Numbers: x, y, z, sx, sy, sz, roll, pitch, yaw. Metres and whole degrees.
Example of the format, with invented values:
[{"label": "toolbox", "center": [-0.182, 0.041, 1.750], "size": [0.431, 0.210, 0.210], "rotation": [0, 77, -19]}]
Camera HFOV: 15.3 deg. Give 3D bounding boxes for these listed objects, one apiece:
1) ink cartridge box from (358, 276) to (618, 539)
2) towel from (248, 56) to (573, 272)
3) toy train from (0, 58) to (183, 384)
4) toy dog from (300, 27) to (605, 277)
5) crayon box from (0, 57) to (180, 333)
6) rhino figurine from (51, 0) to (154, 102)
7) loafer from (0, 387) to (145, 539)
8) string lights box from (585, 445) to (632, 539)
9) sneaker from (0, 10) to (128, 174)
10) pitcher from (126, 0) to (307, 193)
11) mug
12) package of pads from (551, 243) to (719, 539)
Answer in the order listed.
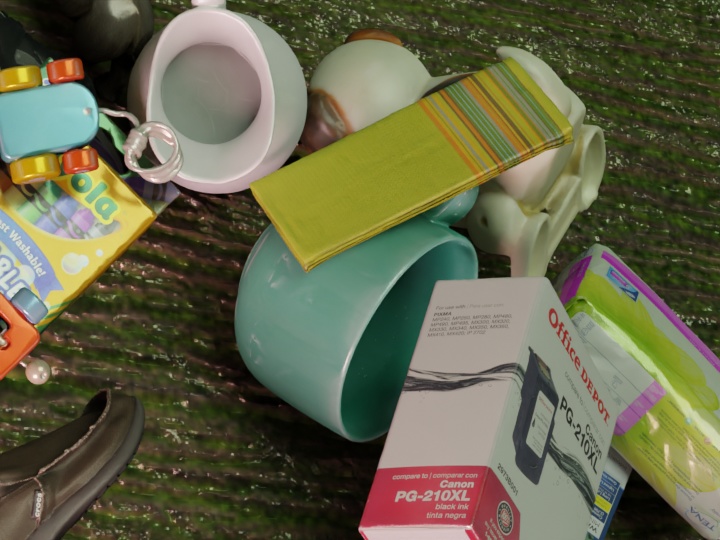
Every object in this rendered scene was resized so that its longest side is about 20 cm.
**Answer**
[{"label": "ink cartridge box", "center": [0.086, 0.123, 1.703], "size": [0.145, 0.084, 0.201], "rotation": [58, 39, -41]}, {"label": "towel", "center": [0.033, -0.070, 1.726], "size": [0.199, 0.018, 0.086], "rotation": [-26, 49, -11]}, {"label": "toy train", "center": [-0.208, -0.031, 1.628], "size": [0.150, 0.056, 0.200], "rotation": [41, 78, -5]}, {"label": "toy dog", "center": [0.052, -0.089, 1.861], "size": [0.199, 0.194, 0.140], "rotation": [20, 63, 18]}, {"label": "crayon box", "center": [-0.220, -0.029, 1.677], "size": [0.126, 0.052, 0.200], "rotation": [45, 74, -3]}, {"label": "rhino figurine", "center": [-0.199, -0.219, 1.822], "size": [0.060, 0.087, 0.201], "rotation": [-15, 74, -38]}, {"label": "loafer", "center": [-0.203, 0.134, 1.633], "size": [0.071, 0.073, 0.200], "rotation": [44, 50, -6]}, {"label": "string lights box", "center": [0.103, 0.186, 1.813], "size": [0.103, 0.059, 0.201], "rotation": [36, 51, -12]}, {"label": "sneaker", "center": [-0.226, -0.121, 1.773], "size": [0.087, 0.076, 0.201], "rotation": [-31, 90, -50]}, {"label": "pitcher", "center": [-0.095, -0.138, 1.756], "size": [0.120, 0.200, 0.173], "rotation": [1, 90, -1]}, {"label": "mug", "center": [-0.002, 0.010, 1.775], "size": [0.114, 0.152, 0.185], "rotation": [29, 61, 25]}, {"label": "package of pads", "center": [0.210, 0.085, 1.893], "size": [0.200, 0.068, 0.155], "rotation": [45, 19, -3]}]
